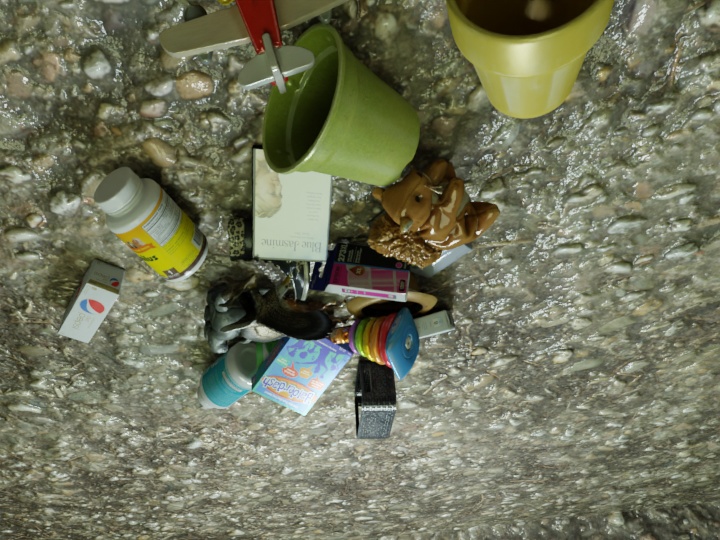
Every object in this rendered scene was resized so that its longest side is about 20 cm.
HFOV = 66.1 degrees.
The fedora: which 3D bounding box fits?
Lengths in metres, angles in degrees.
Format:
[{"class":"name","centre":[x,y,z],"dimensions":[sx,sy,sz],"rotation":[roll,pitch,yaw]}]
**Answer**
[{"class":"fedora","centre":[0.063,0.046,1.152],"dimensions":[0.193,0.085,0.202],"rotation":[-5,158,-2]}]

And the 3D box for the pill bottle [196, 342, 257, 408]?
[{"class":"pill bottle","centre":[-0.322,0.265,1.354],"dimensions":[0.109,0.113,0.198],"rotation":[29,129,-33]}]

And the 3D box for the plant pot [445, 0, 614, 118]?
[{"class":"plant pot","centre":[0.216,-0.308,0.708],"dimensions":[0.194,0.207,0.189],"rotation":[-15,155,12]}]

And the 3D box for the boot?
[{"class":"boot","centre":[-0.172,-0.026,1.064],"dimensions":[0.148,0.075,0.208],"rotation":[-3,132,-6]}]

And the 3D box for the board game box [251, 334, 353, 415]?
[{"class":"board game box","centre":[-0.131,0.214,1.235],"dimensions":[0.150,0.045,0.202],"rotation":[30,109,-25]}]

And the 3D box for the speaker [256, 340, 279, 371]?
[{"class":"speaker","centre":[-0.146,0.193,1.299],"dimensions":[0.192,0.091,0.090],"rotation":[-4,140,-11]}]

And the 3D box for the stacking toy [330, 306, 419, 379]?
[{"class":"stacking toy","centre":[0.016,0.139,1.144],"dimensions":[0.194,0.118,0.112],"rotation":[2,134,34]}]

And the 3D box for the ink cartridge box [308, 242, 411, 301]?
[{"class":"ink cartridge box","centre":[0.000,0.000,1.062],"dimensions":[0.192,0.097,0.038],"rotation":[5,149,11]}]

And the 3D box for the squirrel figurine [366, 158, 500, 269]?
[{"class":"squirrel figurine","centre":[0.095,-0.083,0.912],"dimensions":[0.183,0.143,0.201],"rotation":[-4,141,-48]}]

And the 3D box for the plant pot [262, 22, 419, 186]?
[{"class":"plant pot","centre":[-0.017,-0.212,0.801],"dimensions":[0.180,0.206,0.200],"rotation":[15,137,-37]}]

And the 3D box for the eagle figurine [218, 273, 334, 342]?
[{"class":"eagle figurine","centre":[-0.162,0.083,1.036],"dimensions":[0.150,0.153,0.201],"rotation":[-38,121,6]}]

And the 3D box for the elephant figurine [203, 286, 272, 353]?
[{"class":"elephant figurine","centre":[-0.228,0.098,1.181],"dimensions":[0.193,0.155,0.147],"rotation":[4,107,-26]}]

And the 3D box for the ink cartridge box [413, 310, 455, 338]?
[{"class":"ink cartridge box","centre":[0.112,0.138,1.243],"dimensions":[0.194,0.049,0.160],"rotation":[-19,172,12]}]

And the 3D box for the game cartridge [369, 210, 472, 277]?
[{"class":"game cartridge","centre":[0.115,-0.060,1.088],"dimensions":[0.131,0.042,0.197],"rotation":[-32,132,33]}]

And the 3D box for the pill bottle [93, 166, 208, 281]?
[{"class":"pill bottle","centre":[-0.361,-0.079,0.959],"dimensions":[0.106,0.112,0.202],"rotation":[-18,137,15]}]

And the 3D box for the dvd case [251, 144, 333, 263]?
[{"class":"dvd case","centre":[-0.120,-0.111,0.963],"dimensions":[0.137,0.018,0.207],"rotation":[2,117,-8]}]

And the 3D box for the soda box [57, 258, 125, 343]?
[{"class":"soda box","centre":[-0.556,0.067,1.141],"dimensions":[0.067,0.065,0.199],"rotation":[24,131,-30]}]

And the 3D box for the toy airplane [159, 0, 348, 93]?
[{"class":"toy airplane","centre":[-0.125,-0.322,0.684],"dimensions":[0.195,0.141,0.204],"rotation":[25,100,-13]}]

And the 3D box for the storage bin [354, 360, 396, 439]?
[{"class":"storage bin","centre":[0.036,0.341,1.457],"dimensions":[0.090,0.139,0.204],"rotation":[1,139,-6]}]

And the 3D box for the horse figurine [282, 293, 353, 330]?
[{"class":"horse figurine","centre":[-0.073,0.105,1.241],"dimensions":[0.129,0.051,0.200],"rotation":[-13,145,25]}]
